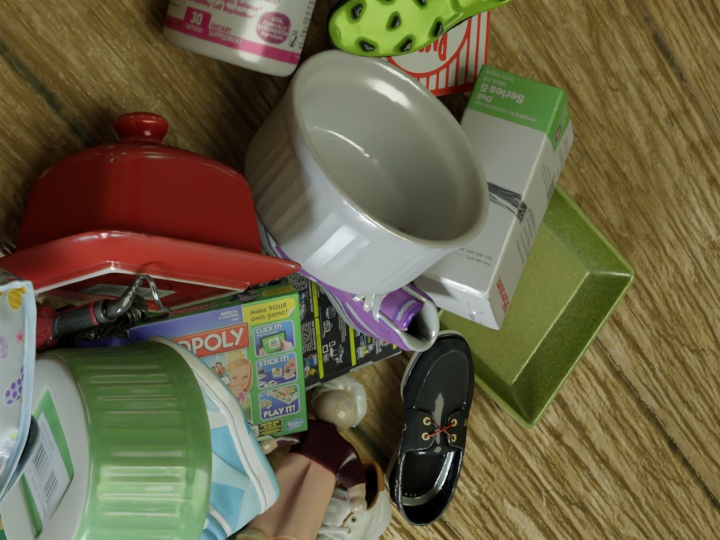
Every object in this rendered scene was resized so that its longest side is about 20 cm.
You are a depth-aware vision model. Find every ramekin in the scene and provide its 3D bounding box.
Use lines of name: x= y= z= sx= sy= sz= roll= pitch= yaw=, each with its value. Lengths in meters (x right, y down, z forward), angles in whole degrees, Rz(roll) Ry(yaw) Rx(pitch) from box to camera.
ramekin: x=-0.207 y=0.153 z=1.460 sx=0.098 sy=0.200 sz=0.201 roll=4 pitch=104 yaw=-34
ramekin: x=0.001 y=-0.076 z=1.549 sx=0.200 sy=0.201 sz=0.098 roll=8 pitch=142 yaw=-40

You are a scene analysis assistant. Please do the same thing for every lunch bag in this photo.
lunch bag: x=-0.326 y=0.086 z=1.398 sx=0.127 sy=0.169 sz=0.201 roll=-7 pitch=108 yaw=-40

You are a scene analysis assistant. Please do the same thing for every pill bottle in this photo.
pill bottle: x=-0.080 y=-0.265 z=1.496 sx=0.113 sy=0.113 sz=0.200 roll=10 pitch=100 yaw=-40

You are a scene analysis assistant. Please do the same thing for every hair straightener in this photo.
hair straightener: x=-0.209 y=0.034 z=1.465 sx=0.077 sy=0.200 sz=0.041 roll=-3 pitch=76 yaw=-40

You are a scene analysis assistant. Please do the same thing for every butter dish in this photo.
butter dish: x=-0.175 y=-0.053 z=1.480 sx=0.200 sy=0.199 sz=0.148 roll=9 pitch=74 yaw=-39

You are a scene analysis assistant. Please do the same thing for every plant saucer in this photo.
plant saucer: x=0.159 y=0.025 z=1.840 sx=0.200 sy=0.048 sz=0.200 roll=-54 pitch=130 yaw=-9

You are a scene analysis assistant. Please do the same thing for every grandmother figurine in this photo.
grandmother figurine: x=-0.042 y=0.179 z=1.688 sx=0.121 sy=0.061 sz=0.200 roll=37 pitch=53 yaw=-21

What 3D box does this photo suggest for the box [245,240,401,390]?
box: x=-0.043 y=0.004 z=1.674 sx=0.160 sy=0.044 sz=0.200 roll=-21 pitch=119 yaw=-32

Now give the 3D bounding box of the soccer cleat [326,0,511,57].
soccer cleat: x=0.056 y=-0.232 z=1.582 sx=0.200 sy=0.081 sz=0.068 roll=-22 pitch=114 yaw=-18

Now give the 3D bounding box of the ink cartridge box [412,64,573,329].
ink cartridge box: x=0.119 y=-0.063 z=1.690 sx=0.146 sy=0.084 sz=0.200 roll=57 pitch=54 yaw=-74

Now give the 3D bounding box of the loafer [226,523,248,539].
loafer: x=-0.127 y=0.221 z=1.676 sx=0.200 sy=0.063 sz=0.072 roll=24 pitch=91 yaw=-41

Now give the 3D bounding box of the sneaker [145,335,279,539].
sneaker: x=-0.154 y=0.161 z=1.545 sx=0.131 sy=0.079 sz=0.200 roll=-45 pitch=123 yaw=-27

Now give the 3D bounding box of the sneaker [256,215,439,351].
sneaker: x=0.001 y=0.000 z=1.603 sx=0.073 sy=0.114 sz=0.200 roll=-54 pitch=129 yaw=-7

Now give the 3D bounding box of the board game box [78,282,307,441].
board game box: x=-0.146 y=0.094 z=1.603 sx=0.200 sy=0.029 sz=0.135 roll=-12 pitch=116 yaw=-19

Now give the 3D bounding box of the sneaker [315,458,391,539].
sneaker: x=-0.036 y=0.250 z=1.725 sx=0.200 sy=0.073 sz=0.085 roll=-55 pitch=150 yaw=-44

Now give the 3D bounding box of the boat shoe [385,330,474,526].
boat shoe: x=0.072 y=0.151 z=1.778 sx=0.073 sy=0.063 sz=0.202 roll=2 pitch=120 yaw=-19

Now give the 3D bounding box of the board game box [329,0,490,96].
board game box: x=0.046 y=-0.252 z=1.645 sx=0.151 sy=0.046 sz=0.201 roll=-12 pitch=114 yaw=-35

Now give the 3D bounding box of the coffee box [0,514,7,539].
coffee box: x=-0.339 y=0.246 z=1.530 sx=0.123 sy=0.044 sz=0.200 roll=11 pitch=99 yaw=-41
